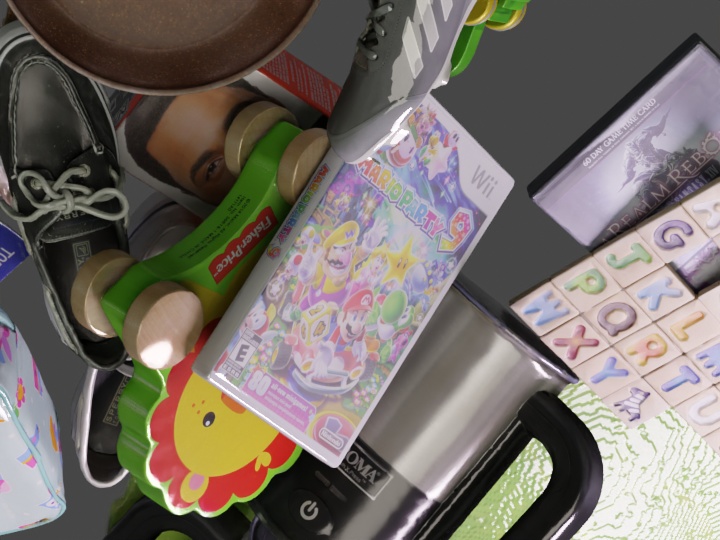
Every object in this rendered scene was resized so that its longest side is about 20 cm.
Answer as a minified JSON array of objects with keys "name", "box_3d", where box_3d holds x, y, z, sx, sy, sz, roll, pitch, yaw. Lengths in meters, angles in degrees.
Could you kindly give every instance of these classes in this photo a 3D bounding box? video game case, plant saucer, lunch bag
[{"name":"video game case","box_3d":[0.221,-0.036,1.415,0.143,0.019,0.200,-42,116,17]},{"name":"plant saucer","box_3d":[-0.110,-0.196,1.237,0.199,0.037,0.202,0,91,-15]},{"name":"lunch bag","box_3d":[-0.270,0.095,1.363,0.159,0.078,0.200,-10,147,3]},{"name":"video game case","box_3d":[0.000,0.000,1.276,0.201,0.018,0.143,-58,141,-6]}]

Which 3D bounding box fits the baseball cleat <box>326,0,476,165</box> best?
[{"name":"baseball cleat","box_3d":[0.021,-0.157,1.173,0.106,0.070,0.201,30,97,-25]}]

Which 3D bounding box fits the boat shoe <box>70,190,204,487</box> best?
[{"name":"boat shoe","box_3d":[-0.133,0.044,1.392,0.072,0.066,0.201,20,116,-17]}]

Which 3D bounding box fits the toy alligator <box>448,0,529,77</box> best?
[{"name":"toy alligator","box_3d":[0.094,-0.197,1.290,0.054,0.059,0.200,47,111,16]}]

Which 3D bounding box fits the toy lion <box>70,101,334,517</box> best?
[{"name":"toy lion","box_3d":[-0.066,0.035,1.289,0.200,0.068,0.192,-46,137,-19]}]

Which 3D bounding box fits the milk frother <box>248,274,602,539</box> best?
[{"name":"milk frother","box_3d":[0.058,0.120,1.425,0.180,0.200,0.188,41,95,4]}]

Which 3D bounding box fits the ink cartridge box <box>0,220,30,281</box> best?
[{"name":"ink cartridge box","box_3d":[-0.323,-0.011,1.316,0.200,0.041,0.199,37,127,-19]}]

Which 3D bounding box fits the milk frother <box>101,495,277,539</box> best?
[{"name":"milk frother","box_3d":[-0.112,0.257,1.435,0.180,0.200,0.188,39,115,-15]}]

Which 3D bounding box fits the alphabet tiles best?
[{"name":"alphabet tiles","box_3d":[0.220,0.044,1.445,0.167,0.008,0.200,-32,119,26]}]

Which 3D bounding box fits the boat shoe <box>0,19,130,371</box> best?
[{"name":"boat shoe","box_3d":[-0.164,-0.039,1.263,0.073,0.068,0.201,-10,112,-11]}]

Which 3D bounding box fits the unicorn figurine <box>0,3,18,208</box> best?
[{"name":"unicorn figurine","box_3d":[-0.232,-0.087,1.310,0.198,0.074,0.138,14,129,1]}]

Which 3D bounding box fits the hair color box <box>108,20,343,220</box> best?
[{"name":"hair color box","box_3d":[-0.047,-0.066,1.341,0.199,0.061,0.102,32,113,-21]}]
